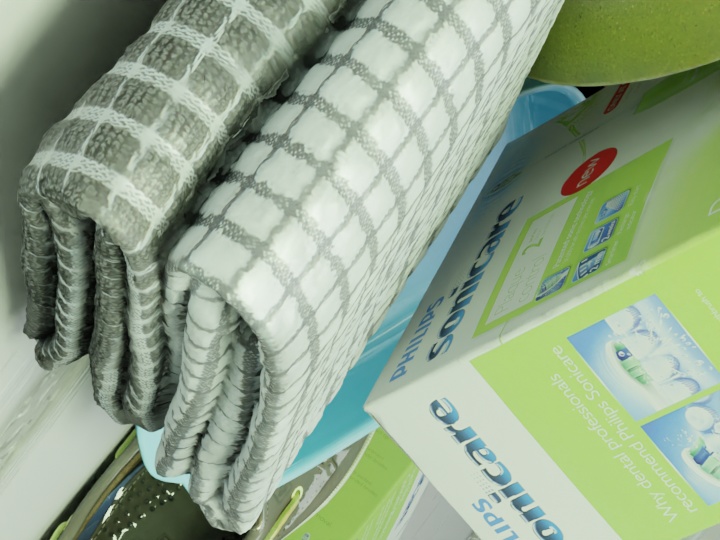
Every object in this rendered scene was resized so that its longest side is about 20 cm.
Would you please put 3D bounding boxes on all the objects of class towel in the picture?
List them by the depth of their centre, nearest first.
[{"bbox_3d":[-0.016,-0.038,0.657,0.166,0.086,0.200,-56,175,-19],"label":"towel"}]

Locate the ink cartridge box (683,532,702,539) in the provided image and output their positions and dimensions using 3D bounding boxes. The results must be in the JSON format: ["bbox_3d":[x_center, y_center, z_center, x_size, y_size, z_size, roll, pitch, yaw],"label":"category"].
[{"bbox_3d":[0.106,0.029,1.164,0.145,0.200,0.145,-51,170,-19],"label":"ink cartridge box"}]

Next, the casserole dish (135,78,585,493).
[{"bbox_3d":[0.000,0.000,0.850,0.200,0.039,0.121,-32,141,-21],"label":"casserole dish"}]

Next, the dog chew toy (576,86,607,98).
[{"bbox_3d":[0.115,-0.131,0.920,0.200,0.124,0.125,-60,174,-29],"label":"dog chew toy"}]

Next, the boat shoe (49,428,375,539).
[{"bbox_3d":[-0.053,0.078,0.949,0.202,0.072,0.060,-48,174,-13],"label":"boat shoe"}]

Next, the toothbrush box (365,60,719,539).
[{"bbox_3d":[0.118,-0.010,0.721,0.200,0.086,0.146,-30,-161,38],"label":"toothbrush box"}]

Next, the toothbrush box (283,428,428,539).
[{"bbox_3d":[-0.050,0.126,1.085,0.200,0.086,0.146,-47,168,-35],"label":"toothbrush box"}]

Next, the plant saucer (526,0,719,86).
[{"bbox_3d":[0.114,-0.132,0.742,0.200,0.031,0.200,-28,-152,17],"label":"plant saucer"}]
